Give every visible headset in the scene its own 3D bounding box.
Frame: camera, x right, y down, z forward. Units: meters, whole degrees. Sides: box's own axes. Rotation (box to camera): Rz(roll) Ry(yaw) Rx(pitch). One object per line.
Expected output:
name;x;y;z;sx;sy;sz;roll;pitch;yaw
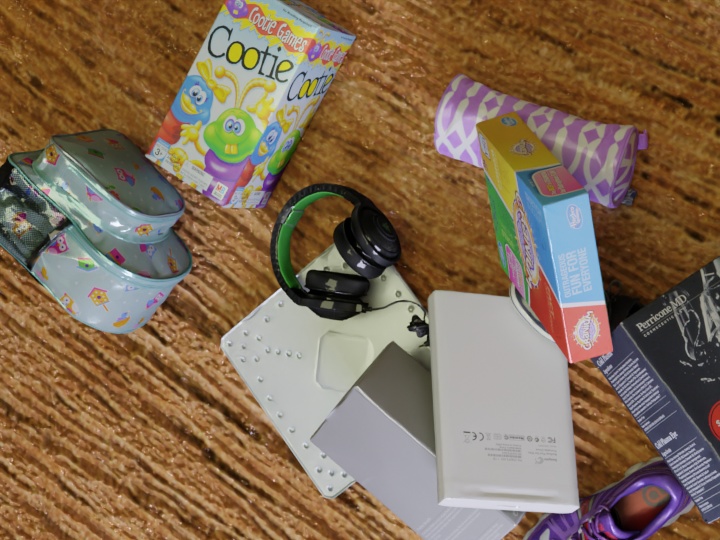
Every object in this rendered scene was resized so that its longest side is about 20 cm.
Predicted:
headset;0.000;0.000;1.598;0.200;0.094;0.124;42;109;30

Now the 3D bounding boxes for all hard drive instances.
hard drive;0.130;0.120;1.514;0.131;0.026;0.201;6;64;-17

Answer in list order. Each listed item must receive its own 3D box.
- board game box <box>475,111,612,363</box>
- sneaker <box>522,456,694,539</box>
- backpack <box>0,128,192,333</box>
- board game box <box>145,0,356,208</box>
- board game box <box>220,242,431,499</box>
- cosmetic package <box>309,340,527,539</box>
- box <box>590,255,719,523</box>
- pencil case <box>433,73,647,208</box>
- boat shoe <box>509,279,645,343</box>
board game box;0.158;-0.033;1.435;0.040;0.200;0.154;-16;116;-6
sneaker;0.220;0.240;1.531;0.200;0.083;0.081;-41;78;17
backpack;-0.263;-0.041;1.656;0.153;0.176;0.200;-41;82;20
board game box;-0.107;-0.173;1.631;0.103;0.105;0.201;32;103;16
board game box;-0.013;0.091;1.644;0.200;0.026;0.200;-39;79;16
cosmetic package;0.063;0.176;1.549;0.200;0.090;0.107;44;135;2
box;0.336;0.083;1.424;0.200;0.104;0.182;-32;78;-18
pencil case;0.168;-0.125;1.544;0.199;0.084;0.086;19;59;17
boat shoe;0.231;0.048;1.520;0.199;0.062;0.075;30;56;13
